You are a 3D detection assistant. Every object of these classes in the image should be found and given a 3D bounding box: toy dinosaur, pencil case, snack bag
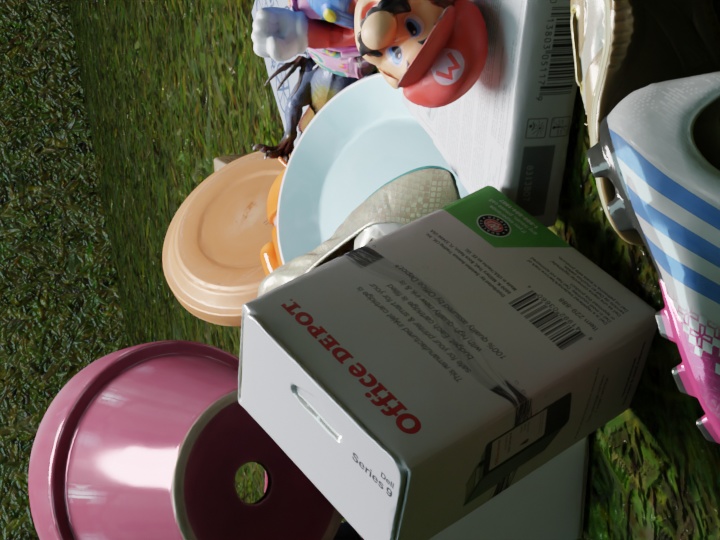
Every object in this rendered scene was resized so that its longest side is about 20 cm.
[{"bbox_3d":[-0.034,-0.180,1.173,0.200,0.104,0.183,-111,38,-63],"label":"toy dinosaur"},{"bbox_3d":[-0.008,-0.189,0.989,0.200,0.086,0.089,-97,0,-85],"label":"pencil case"},{"bbox_3d":[-0.068,-0.246,1.346,0.200,0.021,0.190,116,142,-61],"label":"snack bag"}]

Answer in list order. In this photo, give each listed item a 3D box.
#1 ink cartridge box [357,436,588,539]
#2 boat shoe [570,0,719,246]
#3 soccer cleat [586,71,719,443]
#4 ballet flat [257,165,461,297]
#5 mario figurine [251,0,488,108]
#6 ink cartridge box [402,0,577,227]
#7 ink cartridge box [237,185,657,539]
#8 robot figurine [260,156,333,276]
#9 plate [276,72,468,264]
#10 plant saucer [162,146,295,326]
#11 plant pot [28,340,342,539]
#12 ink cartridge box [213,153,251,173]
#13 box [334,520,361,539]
[{"bbox_3d":[0.049,0.115,0.929,0.200,0.146,0.087,-134,39,-60],"label":"ink cartridge box"},{"bbox_3d":[0.144,-0.116,0.678,0.066,0.073,0.203,-118,25,-76],"label":"boat shoe"},{"bbox_3d":[0.178,0.004,0.614,0.086,0.070,0.202,-24,90,28],"label":"soccer cleat"},{"bbox_3d":[0.000,0.000,0.954,0.199,0.067,0.063,-36,36,35],"label":"ballet flat"},{"bbox_3d":[-0.006,-0.176,0.819,0.200,0.106,0.124,42,156,17],"label":"mario figurine"},{"bbox_3d":[0.084,-0.145,0.886,0.201,0.056,0.164,-113,22,-56],"label":"ink cartridge box"},{"bbox_3d":[0.047,0.051,0.763,0.146,0.199,0.085,42,141,32],"label":"ink cartridge box"},{"bbox_3d":[-0.012,-0.016,1.113,0.144,0.115,0.202,135,121,-67],"label":"robot figurine"},{"bbox_3d":[0.018,-0.052,1.012,0.198,0.025,0.203,-9,74,35],"label":"plate"},{"bbox_3d":[-0.093,-0.039,1.233,0.032,0.199,0.201,62,-177,-49],"label":"plant saucer"},{"bbox_3d":[-0.107,0.146,0.916,0.178,0.198,0.203,-10,88,58],"label":"plant pot"},{"bbox_3d":[-0.098,-0.035,1.443,0.200,0.074,0.167,-152,57,-68],"label":"ink cartridge box"},{"bbox_3d":[-0.041,0.319,0.998,0.201,0.195,0.125,-118,12,-48],"label":"box"}]
